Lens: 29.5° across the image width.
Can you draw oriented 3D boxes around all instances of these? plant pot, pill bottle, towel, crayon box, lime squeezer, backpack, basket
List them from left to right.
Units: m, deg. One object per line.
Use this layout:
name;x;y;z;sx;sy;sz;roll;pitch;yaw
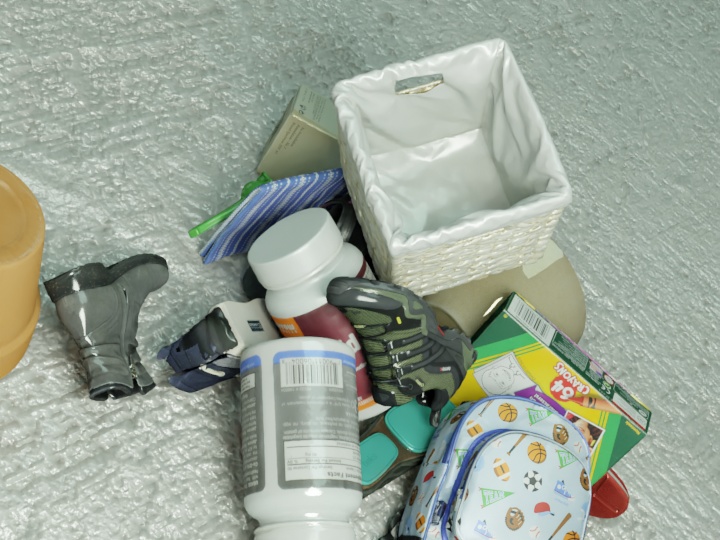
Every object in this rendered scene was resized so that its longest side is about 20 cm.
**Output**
plant pot;-0.371;-0.011;1.237;0.198;0.140;0.202;22;40;-20
lime squeezer;-0.121;-0.080;1.540;0.038;0.070;0.200;49;27;-5
towel;-0.073;-0.065;1.526;0.198;0.145;0.024;-15;68;-45
pill bottle;-0.055;0.173;1.282;0.112;0.113;0.203;8;70;-32
pill bottle;-0.028;0.045;1.407;0.202;0.113;0.115;60;31;-24
basket;0.086;-0.100;1.406;0.195;0.161;0.202;-16;68;-9
plant pot;0.141;0.045;1.566;0.134;0.201;0.201;-35;75;-31
backpack;0.142;0.222;1.365;0.198;0.154;0.193;23;65;-18
crayon box;0.182;0.153;1.473;0.199;0.173;0.058;40;28;0

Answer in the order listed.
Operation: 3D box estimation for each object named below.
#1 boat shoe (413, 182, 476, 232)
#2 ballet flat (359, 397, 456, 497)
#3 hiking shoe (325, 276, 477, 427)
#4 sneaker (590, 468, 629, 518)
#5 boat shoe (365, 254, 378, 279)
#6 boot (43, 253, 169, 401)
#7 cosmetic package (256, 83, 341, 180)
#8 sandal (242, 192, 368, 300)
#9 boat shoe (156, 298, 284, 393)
boat shoe;0.095;-0.074;1.513;0.070;0.072;0.201;30;57;2
ballet flat;0.025;0.186;1.409;0.199;0.069;0.068;-22;67;-49
hiking shoe;0.035;0.080;1.339;0.199;0.075;0.102;34;71;-35
sneaker;0.238;0.187;1.573;0.199;0.079;0.116;40;39;1
boat shoe;0.000;0.000;1.565;0.091;0.075;0.201;2;39;-21
boot;-0.233;0.059;1.339;0.133;0.069;0.200;68;22;2
cosmetic package;-0.015;-0.127;1.667;0.198;0.104;0.074;28;38;-10
sandal;-0.043;-0.031;1.488;0.076;0.199;0.048;51;-4;32
boat shoe;-0.134;0.080;1.395;0.075;0.092;0.200;62;13;16
